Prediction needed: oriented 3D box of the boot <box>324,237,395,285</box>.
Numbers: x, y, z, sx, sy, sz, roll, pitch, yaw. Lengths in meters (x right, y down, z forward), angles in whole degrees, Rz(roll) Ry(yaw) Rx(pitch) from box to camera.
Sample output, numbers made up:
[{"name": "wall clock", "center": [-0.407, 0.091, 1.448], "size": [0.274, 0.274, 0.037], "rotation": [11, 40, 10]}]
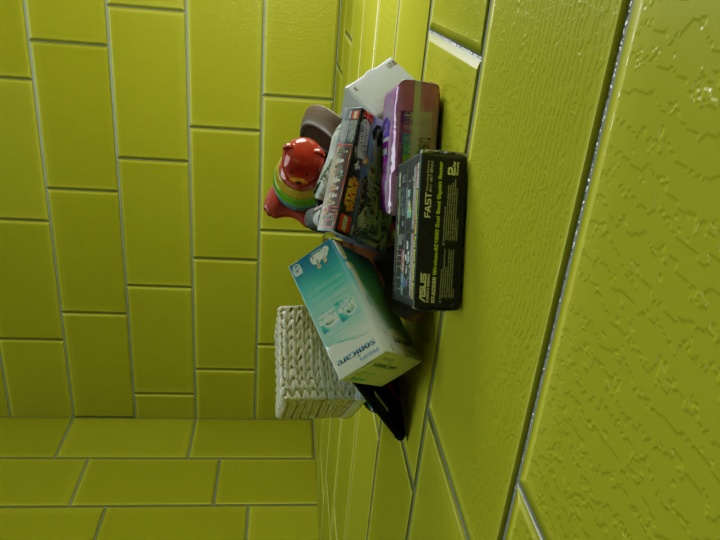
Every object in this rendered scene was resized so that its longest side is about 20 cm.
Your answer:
[{"name": "boot", "center": [0.000, 0.000, 1.214], "size": [0.200, 0.155, 0.077], "rotation": [107, 163, -65]}]

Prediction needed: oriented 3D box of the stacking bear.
[{"name": "stacking bear", "center": [-0.109, -0.173, 1.221], "size": [0.200, 0.121, 0.114], "rotation": [115, 171, -71]}]

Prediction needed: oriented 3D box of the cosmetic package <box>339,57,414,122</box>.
[{"name": "cosmetic package", "center": [0.026, -0.270, 1.194], "size": [0.081, 0.113, 0.200], "rotation": [47, 161, 11]}]

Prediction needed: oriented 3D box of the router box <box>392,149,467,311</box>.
[{"name": "router box", "center": [0.089, -0.052, 0.886], "size": [0.150, 0.062, 0.200], "rotation": [-159, 72, -83]}]

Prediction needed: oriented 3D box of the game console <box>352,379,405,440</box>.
[{"name": "game console", "center": [0.018, 0.174, 1.140], "size": [0.200, 0.031, 0.177], "rotation": [56, -162, -36]}]

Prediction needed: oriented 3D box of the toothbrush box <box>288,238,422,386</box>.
[{"name": "toothbrush box", "center": [-0.006, 0.068, 1.015], "size": [0.200, 0.085, 0.146], "rotation": [62, -164, 23]}]

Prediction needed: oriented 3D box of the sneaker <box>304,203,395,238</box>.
[{"name": "sneaker", "center": [-0.015, -0.097, 1.154], "size": [0.095, 0.200, 0.079], "rotation": [-1, 95, 42]}]

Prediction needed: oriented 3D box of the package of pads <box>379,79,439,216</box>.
[{"name": "package of pads", "center": [0.072, -0.182, 1.013], "size": [0.121, 0.076, 0.200], "rotation": [-119, 31, -82]}]

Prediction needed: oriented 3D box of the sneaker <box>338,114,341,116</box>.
[{"name": "sneaker", "center": [0.019, -0.248, 1.357], "size": [0.078, 0.140, 0.200], "rotation": [43, 168, 47]}]

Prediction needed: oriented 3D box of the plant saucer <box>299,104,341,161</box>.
[{"name": "plant saucer", "center": [-0.052, -0.214, 1.249], "size": [0.200, 0.034, 0.200], "rotation": [43, 159, 21]}]

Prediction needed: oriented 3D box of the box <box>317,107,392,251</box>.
[{"name": "box", "center": [0.008, -0.142, 1.068], "size": [0.137, 0.040, 0.200], "rotation": [20, -99, -51]}]

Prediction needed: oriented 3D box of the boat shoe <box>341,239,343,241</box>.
[{"name": "boat shoe", "center": [-0.015, -0.045, 1.355], "size": [0.074, 0.069, 0.200], "rotation": [22, 130, 66]}]

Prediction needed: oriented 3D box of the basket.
[{"name": "basket", "center": [-0.084, 0.179, 1.291], "size": [0.200, 0.161, 0.198], "rotation": [112, 156, -66]}]

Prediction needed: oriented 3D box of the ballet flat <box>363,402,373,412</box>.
[{"name": "ballet flat", "center": [0.031, 0.223, 1.307], "size": [0.200, 0.073, 0.073], "rotation": [-112, 24, -59]}]

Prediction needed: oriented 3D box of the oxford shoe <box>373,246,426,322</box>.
[{"name": "oxford shoe", "center": [0.075, 0.031, 1.053], "size": [0.071, 0.071, 0.200], "rotation": [62, -175, -27]}]

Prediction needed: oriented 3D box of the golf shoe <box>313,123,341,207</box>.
[{"name": "golf shoe", "center": [-0.037, -0.159, 1.144], "size": [0.097, 0.078, 0.200], "rotation": [-48, -19, -32]}]
